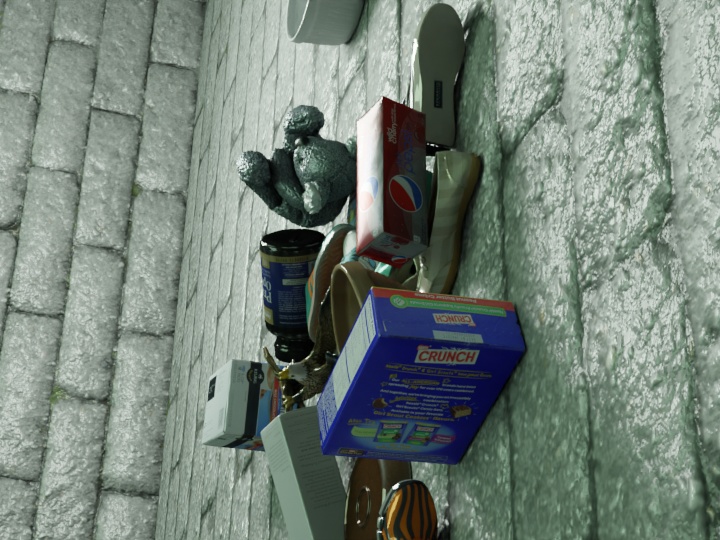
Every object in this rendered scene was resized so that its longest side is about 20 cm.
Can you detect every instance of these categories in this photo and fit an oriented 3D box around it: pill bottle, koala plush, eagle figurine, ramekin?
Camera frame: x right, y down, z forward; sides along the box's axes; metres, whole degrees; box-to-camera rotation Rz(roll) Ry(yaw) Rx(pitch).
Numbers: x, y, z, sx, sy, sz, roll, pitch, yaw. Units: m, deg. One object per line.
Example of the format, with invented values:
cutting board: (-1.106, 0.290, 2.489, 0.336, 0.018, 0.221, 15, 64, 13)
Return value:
pill bottle: (-0.103, 0.042, 1.932, 0.112, 0.110, 0.203, -129, 35, -69)
koala plush: (-0.063, -0.156, 1.884, 0.177, 0.184, 0.199, -45, 18, -20)
eagle figurine: (-0.056, 0.137, 1.750, 0.200, 0.152, 0.151, -42, 6, 33)
ramekin: (-0.059, -0.503, 2.151, 0.200, 0.104, 0.203, -170, 90, -73)

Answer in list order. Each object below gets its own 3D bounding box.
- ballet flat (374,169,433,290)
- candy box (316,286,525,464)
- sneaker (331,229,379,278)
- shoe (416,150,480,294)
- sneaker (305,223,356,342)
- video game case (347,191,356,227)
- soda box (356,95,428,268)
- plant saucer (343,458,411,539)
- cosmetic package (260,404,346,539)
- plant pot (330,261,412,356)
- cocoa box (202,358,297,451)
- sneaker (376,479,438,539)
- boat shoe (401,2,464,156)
ballet flat: (0.071, -0.033, 1.540, 0.071, 0.067, 0.201, 51, 135, 36)
candy box: (0.060, 0.117, 1.283, 0.078, 0.167, 0.201, -102, 27, -43)
sneaker: (0.000, 0.000, 1.669, 0.078, 0.086, 0.201, -55, 31, 25)
shoe: (0.095, -0.050, 1.460, 0.070, 0.053, 0.202, -129, 50, -69)
sneaker: (-0.049, 0.009, 1.822, 0.080, 0.071, 0.202, -116, 37, -56)
video game case: (0.006, -0.044, 1.821, 0.143, 0.017, 0.202, 131, 146, -61)
soda box: (0.037, -0.109, 1.460, 0.063, 0.069, 0.202, -39, 42, 47)
plant saucer: (0.017, 0.311, 1.557, 0.200, 0.034, 0.203, -170, 90, -73)
cosmetic package: (-0.074, 0.304, 1.694, 0.102, 0.073, 0.202, -46, 60, 61)
plant pot: (0.032, 0.083, 1.482, 0.201, 0.092, 0.203, 168, 90, -77)
cocoa box: (-0.197, 0.246, 2.139, 0.200, 0.130, 0.135, 143, 134, -67)
sneaker: (0.068, 0.340, 1.320, 0.112, 0.077, 0.203, -158, 68, -69)
boat shoe: (0.083, -0.245, 1.572, 0.093, 0.074, 0.203, -11, 71, 65)
